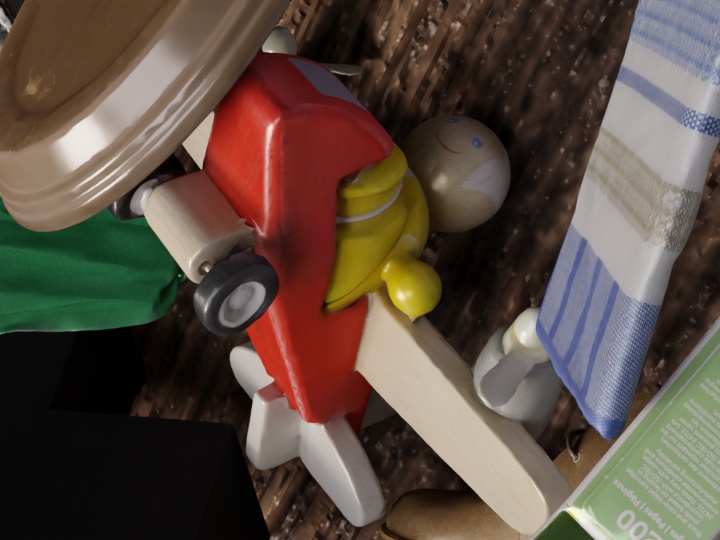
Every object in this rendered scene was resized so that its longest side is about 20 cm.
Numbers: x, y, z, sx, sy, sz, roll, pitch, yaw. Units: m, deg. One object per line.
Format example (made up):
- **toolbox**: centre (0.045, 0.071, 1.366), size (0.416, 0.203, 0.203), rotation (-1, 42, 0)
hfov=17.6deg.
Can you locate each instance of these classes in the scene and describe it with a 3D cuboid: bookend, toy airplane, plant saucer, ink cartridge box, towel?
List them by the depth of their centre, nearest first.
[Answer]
- **towel**: centre (0.100, -0.057, 0.718), size (0.024, 0.147, 0.201), rotation (17, 98, -4)
- **ink cartridge box**: centre (0.092, 0.086, 0.752), size (0.048, 0.145, 0.200), rotation (41, 97, 15)
- **plant saucer**: centre (-0.076, -0.105, 0.841), size (0.029, 0.201, 0.200), rotation (35, 138, -25)
- **toy airplane**: centre (0.000, 0.000, 0.875), size (0.200, 0.141, 0.199), rotation (56, 169, -11)
- **bookend**: centre (-0.121, 0.086, 0.976), size (0.198, 0.200, 0.092), rotation (2, 138, 16)

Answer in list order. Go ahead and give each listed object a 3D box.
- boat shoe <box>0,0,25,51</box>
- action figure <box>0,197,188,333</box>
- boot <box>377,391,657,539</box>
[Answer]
- **boat shoe**: centre (-0.150, -0.146, 0.952), size (0.200, 0.073, 0.065), rotation (56, 138, 4)
- **action figure**: centre (-0.147, -0.014, 0.956), size (0.055, 0.199, 0.119), rotation (-163, 75, -79)
- **boot**: centre (0.095, 0.082, 0.876), size (0.199, 0.074, 0.076), rotation (-4, 93, 32)
